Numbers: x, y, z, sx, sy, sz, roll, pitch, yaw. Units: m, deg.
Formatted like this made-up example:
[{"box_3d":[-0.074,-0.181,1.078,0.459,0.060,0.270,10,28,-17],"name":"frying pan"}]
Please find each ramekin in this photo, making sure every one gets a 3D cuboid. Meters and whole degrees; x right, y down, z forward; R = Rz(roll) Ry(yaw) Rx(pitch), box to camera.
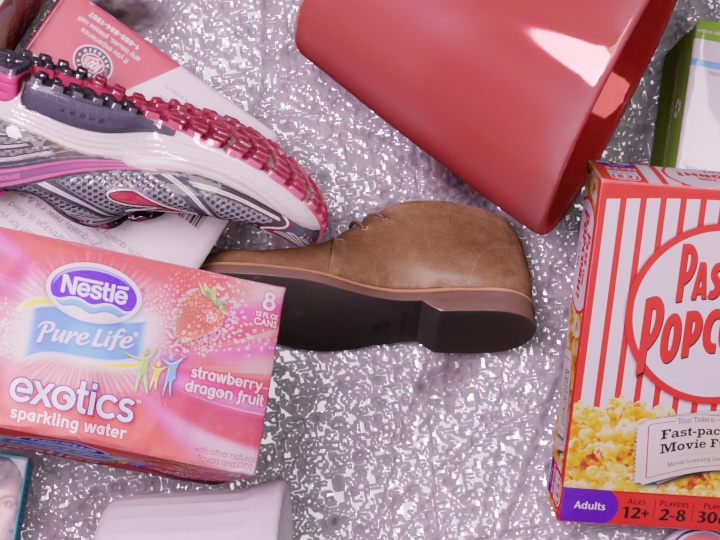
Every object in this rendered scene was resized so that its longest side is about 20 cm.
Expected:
[{"box_3d":[-0.089,0.209,1.197,0.097,0.201,0.202,2,80,2],"name":"ramekin"}]

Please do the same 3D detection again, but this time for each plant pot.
[{"box_3d":[0.072,-0.146,1.283,0.176,0.201,0.201,27,79,9],"name":"plant pot"}]

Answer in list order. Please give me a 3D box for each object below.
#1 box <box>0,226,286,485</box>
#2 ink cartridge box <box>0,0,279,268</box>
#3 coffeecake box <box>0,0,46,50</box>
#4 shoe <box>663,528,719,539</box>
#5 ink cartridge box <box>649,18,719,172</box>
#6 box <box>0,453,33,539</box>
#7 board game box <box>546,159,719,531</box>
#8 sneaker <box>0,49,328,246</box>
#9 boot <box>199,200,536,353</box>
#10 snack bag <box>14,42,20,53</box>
[{"box_3d":[-0.148,0.041,1.165,0.199,0.095,0.103,13,78,-15],"name":"box"},{"box_3d":[-0.161,-0.027,1.264,0.146,0.083,0.201,35,74,-10],"name":"ink cartridge box"},{"box_3d":[-0.234,-0.123,1.230,0.073,0.154,0.201,31,78,-4],"name":"coffeecake box"},{"box_3d":[0.211,0.240,1.274,0.071,0.091,0.202,-7,82,-8],"name":"shoe"},{"box_3d":[0.243,-0.027,1.329,0.147,0.076,0.202,10,79,-5],"name":"ink cartridge box"},{"box_3d":[-0.237,0.196,1.253,0.082,0.049,0.202,9,80,-5],"name":"box"},{"box_3d":[0.191,0.045,1.288,0.150,0.046,0.202,3,106,-6],"name":"board game box"},{"box_3d":[-0.112,-0.052,1.207,0.199,0.081,0.075,18,106,-13],"name":"sneaker"},{"box_3d":[0.000,0.000,1.311,0.198,0.074,0.076,4,62,-10],"name":"boot"},{"box_3d":[-0.284,-0.058,1.301,0.198,0.021,0.190,-6,83,-10],"name":"snack bag"}]
